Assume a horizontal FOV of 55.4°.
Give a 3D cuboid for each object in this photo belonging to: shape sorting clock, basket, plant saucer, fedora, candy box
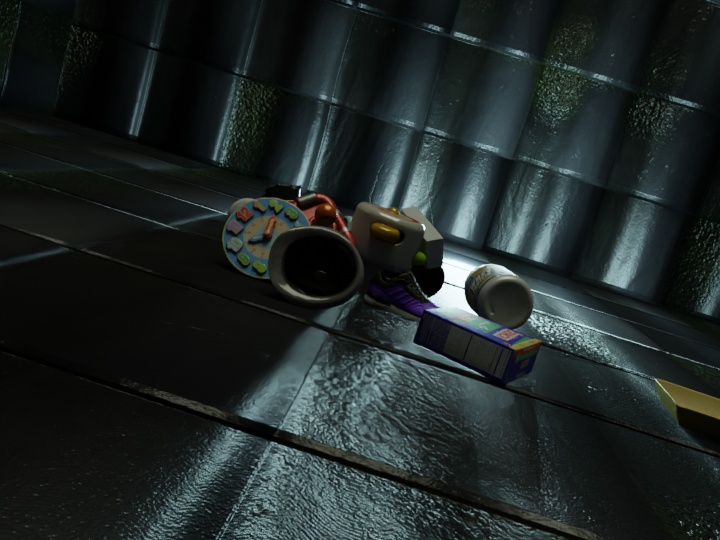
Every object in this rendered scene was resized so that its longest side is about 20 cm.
[{"bbox_3d":[-0.204,-0.074,1.512,0.199,0.201,0.039,18,-26,7],"label":"shape sorting clock"},{"bbox_3d":[0.144,-0.013,1.877,0.136,0.180,0.200,48,6,-27],"label":"basket"},{"bbox_3d":[0.708,0.296,1.389,0.199,0.049,0.200,18,9,8],"label":"plant saucer"},{"bbox_3d":[-0.095,0.002,1.428,0.199,0.178,0.090,1,-18,-11],"label":"fedora"},{"bbox_3d":[0.232,0.141,1.349,0.199,0.077,0.169,24,11,28],"label":"candy box"}]

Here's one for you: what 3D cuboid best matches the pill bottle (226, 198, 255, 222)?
[{"bbox_3d":[-0.270,-0.116,1.811,0.114,0.115,0.200,11,11,-33],"label":"pill bottle"}]

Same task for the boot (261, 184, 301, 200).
[{"bbox_3d":[-0.183,-0.158,1.910,0.197,0.163,0.073,-1,-5,23],"label":"boot"}]

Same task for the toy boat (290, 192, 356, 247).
[{"bbox_3d":[-0.086,-0.105,1.577,0.130,0.131,0.201,-22,70,-23],"label":"toy boat"}]

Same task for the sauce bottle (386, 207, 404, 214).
[{"bbox_3d":[0.066,-0.065,1.839,0.064,0.201,0.065,14,19,-5],"label":"sauce bottle"}]

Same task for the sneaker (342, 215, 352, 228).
[{"bbox_3d":[0.004,-0.078,1.873,0.139,0.078,0.200,5,-29,-10],"label":"sneaker"}]

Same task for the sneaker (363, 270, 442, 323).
[{"bbox_3d":[0.111,0.054,1.555,0.199,0.100,0.070,18,12,9],"label":"sneaker"}]

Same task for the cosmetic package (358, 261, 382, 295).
[{"bbox_3d":[0.000,0.000,1.725,0.112,0.082,0.200,20,9,1],"label":"cosmetic package"}]

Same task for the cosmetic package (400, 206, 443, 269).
[{"bbox_3d":[0.160,-0.089,1.792,0.050,0.083,0.200,-12,32,-11],"label":"cosmetic package"}]

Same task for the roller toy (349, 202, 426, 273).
[{"bbox_3d":[0.059,-0.088,1.675,0.199,0.140,0.182,9,15,-46],"label":"roller toy"}]

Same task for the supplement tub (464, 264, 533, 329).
[{"bbox_3d":[0.353,0.064,1.786,0.144,0.145,0.200,15,9,-9],"label":"supplement tub"}]

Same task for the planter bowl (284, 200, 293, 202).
[{"bbox_3d":[-0.164,-0.064,1.664,0.199,0.201,0.084,16,-28,-4],"label":"planter bowl"}]
